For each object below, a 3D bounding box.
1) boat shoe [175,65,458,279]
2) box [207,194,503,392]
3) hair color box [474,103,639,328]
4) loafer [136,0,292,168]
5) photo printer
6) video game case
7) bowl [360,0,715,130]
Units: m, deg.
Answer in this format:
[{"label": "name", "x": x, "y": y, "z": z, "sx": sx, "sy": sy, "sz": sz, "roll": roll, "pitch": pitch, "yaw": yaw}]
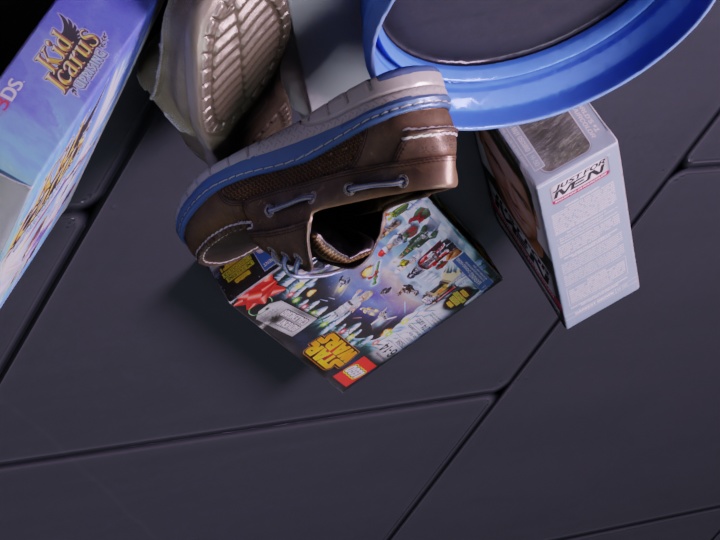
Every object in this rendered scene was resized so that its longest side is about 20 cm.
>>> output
[{"label": "boat shoe", "x": -0.026, "y": -0.035, "z": 1.280, "sx": 0.072, "sy": 0.073, "sz": 0.200, "roll": -6, "pitch": 163, "yaw": -41}, {"label": "box", "x": 0.000, "y": 0.000, "z": 1.588, "sx": 0.137, "sy": 0.040, "sz": 0.200, "roll": -35, "pitch": 152, "yaw": 7}, {"label": "hair color box", "x": 0.122, "y": -0.055, "z": 1.560, "sx": 0.061, "sy": 0.099, "sz": 0.200, "roll": -29, "pitch": 152, "yaw": -5}, {"label": "loafer", "x": -0.081, "y": -0.107, "z": 1.279, "sx": 0.076, "sy": 0.068, "sz": 0.200, "roll": -49, "pitch": 165, "yaw": -18}, {"label": "photo printer", "x": 0.020, "y": -0.163, "z": 1.313, "sx": 0.166, "sy": 0.070, "sz": 0.200, "roll": -27, "pitch": 152, "yaw": -10}, {"label": "video game case", "x": -0.169, "y": -0.045, "z": 1.211, "sx": 0.181, "sy": 0.045, "sz": 0.200, "roll": -60, "pitch": -177, "yaw": 41}, {"label": "bowl", "x": 0.093, "y": -0.148, "z": 1.266, "sx": 0.200, "sy": 0.039, "sz": 0.201, "roll": -16, "pitch": 151, "yaw": -9}]
